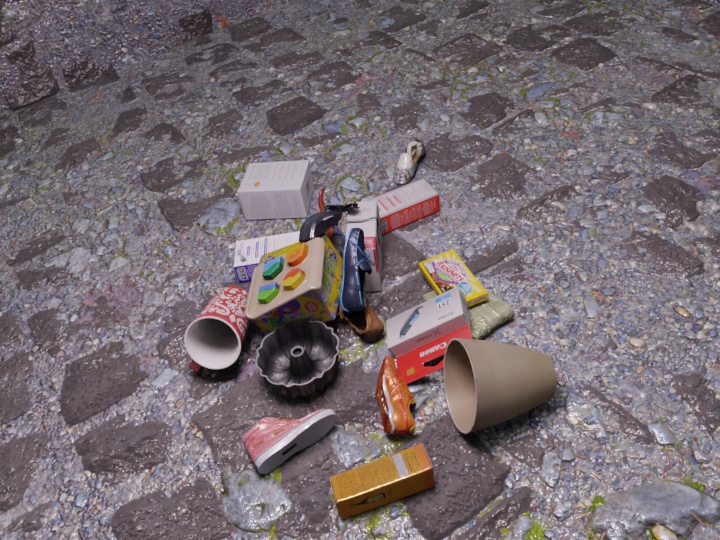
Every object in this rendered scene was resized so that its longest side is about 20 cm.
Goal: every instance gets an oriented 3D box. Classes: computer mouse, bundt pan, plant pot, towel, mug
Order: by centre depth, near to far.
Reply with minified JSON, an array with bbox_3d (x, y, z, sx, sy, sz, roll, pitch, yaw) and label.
[{"bbox_3d":[0.293,0.227,1.446,0.195,0.190,0.189,-3,39,-13],"label":"plant pot"},{"bbox_3d":[-0.137,0.211,1.619,0.197,0.077,0.204,-7,40,6],"label":"bundt pan"},{"bbox_3d":[-0.346,0.135,1.693,0.175,0.135,0.201,-23,19,14],"label":"mug"},{"bbox_3d":[0.257,0.086,1.702,0.147,0.037,0.199,-31,45,-20],"label":"towel"},{"bbox_3d":[-0.108,-0.132,1.799,0.139,0.047,0.199,-5,26,48],"label":"computer mouse"}]

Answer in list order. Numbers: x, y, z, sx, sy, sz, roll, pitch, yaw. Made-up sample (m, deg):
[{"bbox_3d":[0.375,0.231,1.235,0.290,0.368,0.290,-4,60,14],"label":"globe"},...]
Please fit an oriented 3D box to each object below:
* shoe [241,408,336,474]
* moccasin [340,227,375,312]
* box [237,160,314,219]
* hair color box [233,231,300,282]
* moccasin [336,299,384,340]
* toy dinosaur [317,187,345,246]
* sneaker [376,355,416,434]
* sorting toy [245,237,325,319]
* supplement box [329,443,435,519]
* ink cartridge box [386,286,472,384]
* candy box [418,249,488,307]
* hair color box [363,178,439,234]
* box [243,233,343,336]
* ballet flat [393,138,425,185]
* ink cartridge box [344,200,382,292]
[{"bbox_3d":[-0.151,0.334,1.487,0.198,0.072,0.091,-32,50,-16],"label":"shoe"},{"bbox_3d":[0.000,0.000,1.677,0.067,0.080,0.205,0,82,25],"label":"moccasin"},{"bbox_3d":[-0.252,-0.244,2.136,0.195,0.108,0.154,-1,42,11],"label":"box"},{"bbox_3d":[-0.244,-0.039,1.937,0.195,0.066,0.111,-7,41,2],"label":"hair color box"},{"bbox_3d":[-0.021,0.094,1.720,0.074,0.077,0.202,-48,47,15],"label":"moccasin"},{"bbox_3d":[-0.104,-0.110,1.929,0.103,0.203,0.182,-24,8,6],"label":"toy dinosaur"},{"bbox_3d":[0.077,0.271,1.524,0.075,0.074,0.202,6,43,-14],"label":"sneaker"},{"bbox_3d":[-0.177,0.012,1.647,0.197,0.037,0.187,-23,35,19],"label":"sorting toy"},{"bbox_3d":[0.042,0.408,1.364,0.196,0.067,0.069,-19,41,-9],"label":"supplement box"},{"bbox_3d":[0.154,0.147,1.593,0.197,0.045,0.178,-27,36,19],"label":"ink cartridge box"},{"bbox_3d":[0.225,0.024,1.736,0.100,0.027,0.201,-20,38,-9],"label":"candy box"},{"bbox_3d":[0.119,-0.184,2.020,0.196,0.062,0.102,-22,42,-13],"label":"hair color box"},{"bbox_3d":[-0.157,0.039,1.741,0.197,0.123,0.195,-18,37,24],"label":"box"},{"bbox_3d":[0.148,-0.346,2.192,0.071,0.073,0.202,9,45,22],"label":"ballet flat"},{"bbox_3d":[0.011,-0.064,1.843,0.082,0.147,0.202,-4,41,6],"label":"ink cartridge box"}]
